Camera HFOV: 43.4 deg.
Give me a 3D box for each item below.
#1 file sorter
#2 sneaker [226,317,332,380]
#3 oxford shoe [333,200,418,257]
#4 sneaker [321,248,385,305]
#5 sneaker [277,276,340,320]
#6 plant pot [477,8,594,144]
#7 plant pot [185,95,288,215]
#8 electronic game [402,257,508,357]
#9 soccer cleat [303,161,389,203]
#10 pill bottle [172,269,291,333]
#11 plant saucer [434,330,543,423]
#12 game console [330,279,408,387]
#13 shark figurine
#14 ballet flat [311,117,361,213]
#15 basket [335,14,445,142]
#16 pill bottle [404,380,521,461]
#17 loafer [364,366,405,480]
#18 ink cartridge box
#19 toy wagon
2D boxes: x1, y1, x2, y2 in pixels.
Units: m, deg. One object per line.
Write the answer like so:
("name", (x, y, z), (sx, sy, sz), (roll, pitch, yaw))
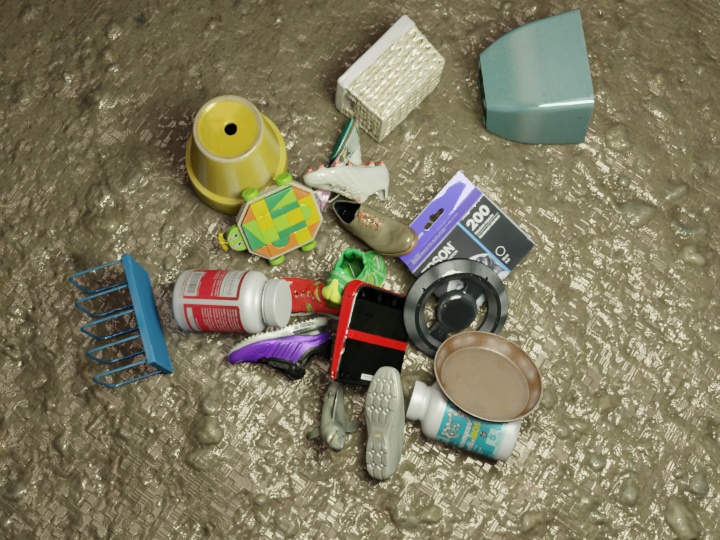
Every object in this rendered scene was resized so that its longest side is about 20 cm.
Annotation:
("file sorter", (-0.434, 0.098, 1.636), (0.121, 0.139, 0.203), (-18, 76, -2))
("sneaker", (-0.144, 0.157, 1.662), (0.197, 0.070, 0.101), (-16, 84, -3))
("oxford shoe", (0.021, -0.079, 1.674), (0.199, 0.075, 0.071), (21, 79, 43))
("sneaker", (0.000, 0.000, 1.643), (0.073, 0.200, 0.085), (26, 116, 14))
("sneaker", (-0.085, 0.044, 1.684), (0.196, 0.085, 0.078), (6, 74, -1))
("plant pot", (0.330, -0.359, 1.752), (0.197, 0.197, 0.199), (-6, 76, 5))
("plant pot", (-0.237, -0.229, 1.698), (0.197, 0.189, 0.204), (1, 75, -2))
("electronic game", (0.175, 0.072, 1.659), (0.196, 0.042, 0.203), (-3, 113, -6))
("soccer cleat", (-0.020, -0.164, 1.708), (0.198, 0.069, 0.079), (-7, 89, -40))
("pill bottle", (-0.230, 0.056, 1.638), (0.197, 0.112, 0.114), (2, 74, 17))
("plant saucer", (0.222, 0.193, 1.596), (0.197, 0.035, 0.202), (8, 44, -8))
("game console", (0.022, 0.117, 1.615), (0.031, 0.199, 0.180), (10, 85, 38))
("shark figurine", (-0.027, 0.246, 1.652), (0.089, 0.128, 0.217), (26, 56, -20))
("ballet flat", (-0.041, -0.198, 1.764), (0.071, 0.069, 0.202), (33, 80, -12))
("basket", (0.060, -0.369, 1.770), (0.123, 0.136, 0.200), (43, 79, 7))
("pill bottle", (0.183, 0.261, 1.622), (0.197, 0.111, 0.112), (17, 75, 4))
("loafer", (0.046, 0.269, 1.614), (0.069, 0.070, 0.204), (9, 98, 26))
("ink cartridge box", (0.189, -0.044, 1.674), (0.200, 0.043, 0.199), (41, 97, -12))
("toy wagon", (-0.171, -0.084, 1.691), (0.198, 0.040, 0.157), (-25, 120, -8))
